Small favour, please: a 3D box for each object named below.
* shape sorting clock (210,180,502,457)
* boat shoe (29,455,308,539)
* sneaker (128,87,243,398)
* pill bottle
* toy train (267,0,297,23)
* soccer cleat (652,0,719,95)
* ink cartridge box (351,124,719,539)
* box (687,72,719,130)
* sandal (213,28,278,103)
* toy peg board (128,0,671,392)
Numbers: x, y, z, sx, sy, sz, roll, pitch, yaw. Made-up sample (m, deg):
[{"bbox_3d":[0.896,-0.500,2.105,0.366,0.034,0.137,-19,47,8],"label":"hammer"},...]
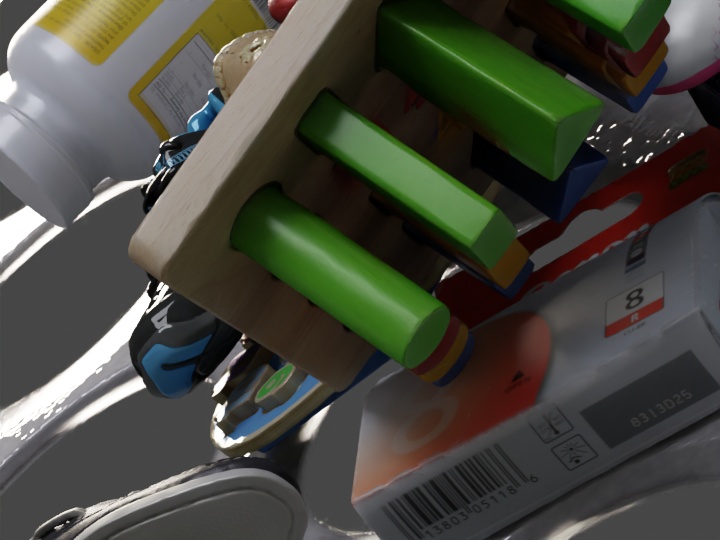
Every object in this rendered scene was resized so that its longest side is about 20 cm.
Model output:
[{"bbox_3d":[0.000,0.000,1.248,0.200,0.039,0.200,-50,9,11],"label":"shape sorting clock"},{"bbox_3d":[-0.101,0.126,1.196,0.200,0.074,0.060,-39,27,29],"label":"boat shoe"},{"bbox_3d":[-0.073,-0.013,1.298,0.073,0.082,0.200,-50,5,32],"label":"sneaker"},{"bbox_3d":[-0.127,-0.123,1.611,0.200,0.112,0.112,-47,24,-13],"label":"pill bottle"},{"bbox_3d":[0.019,-0.133,1.452,0.116,0.085,0.200,-33,23,-5],"label":"toy train"},{"bbox_3d":[0.151,-0.154,1.170,0.070,0.086,0.200,-9,34,45],"label":"soccer cleat"},{"bbox_3d":[0.078,0.012,1.139,0.162,0.050,0.200,-31,28,22],"label":"ink cartridge box"},{"bbox_3d":[0.204,-0.087,1.119,0.121,0.032,0.200,-35,24,-3],"label":"box"},{"bbox_3d":[-0.031,-0.062,1.151,0.078,0.070,0.212,-54,-4,-21],"label":"sandal"},{"bbox_3d":[0.042,-0.039,1.037,0.098,0.199,0.200,35,89,23],"label":"toy peg board"}]
